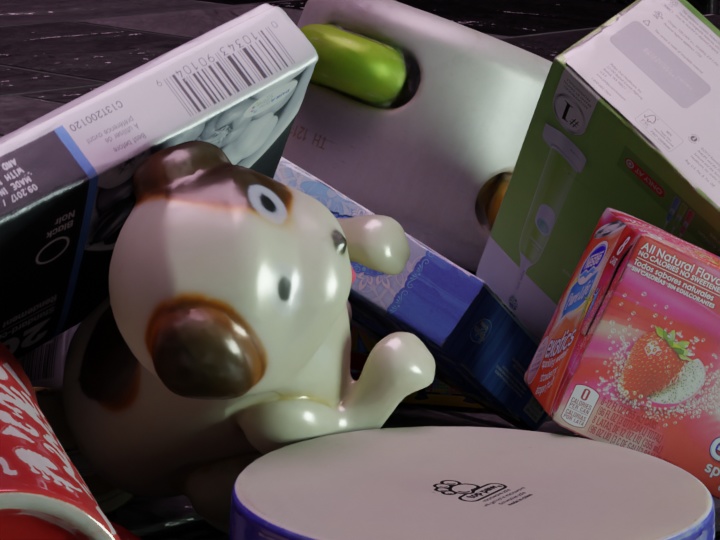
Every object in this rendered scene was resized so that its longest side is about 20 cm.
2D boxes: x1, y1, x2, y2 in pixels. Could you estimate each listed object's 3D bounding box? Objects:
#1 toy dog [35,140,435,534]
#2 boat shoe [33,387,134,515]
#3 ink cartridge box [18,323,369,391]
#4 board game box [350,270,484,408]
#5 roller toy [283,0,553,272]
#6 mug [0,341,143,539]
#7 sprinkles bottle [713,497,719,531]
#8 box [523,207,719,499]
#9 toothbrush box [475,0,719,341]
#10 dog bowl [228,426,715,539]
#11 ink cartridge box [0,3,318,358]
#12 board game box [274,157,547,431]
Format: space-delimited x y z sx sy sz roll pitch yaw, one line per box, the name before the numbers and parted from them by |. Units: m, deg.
toy dog | -0.064 0.021 1.227 0.193 0.140 0.200 6 -25 -6
boat shoe | -0.163 0.087 1.318 0.074 0.067 0.200 6 11 24
ink cartridge box | -0.087 0.061 1.453 0.199 0.047 0.160 12 -11 -23
board game box | 0.026 0.033 1.637 0.199 0.057 0.165 3 11 9
roller toy | 0.037 -0.073 1.617 0.199 0.140 0.182 21 3 -9
mug | -0.146 0.102 1.107 0.177 0.134 0.200 -5 16 -20
sprinkles bottle | 0.215 0.078 1.409 0.068 0.069 0.200 9 13 31
box | 0.185 0.058 1.254 0.199 0.096 0.100 25 6 -7
toothbrush box | 0.153 -0.022 1.402 0.086 0.200 0.146 -35 69 -29
dog bowl | 0.045 0.126 1.129 0.199 0.079 0.200 2 11 0
ink cartridge box | -0.124 -0.016 1.269 0.198 0.043 0.200 -31 -18 -27
board game box | 0.000 0.000 1.452 0.199 0.043 0.200 33 -5 23
